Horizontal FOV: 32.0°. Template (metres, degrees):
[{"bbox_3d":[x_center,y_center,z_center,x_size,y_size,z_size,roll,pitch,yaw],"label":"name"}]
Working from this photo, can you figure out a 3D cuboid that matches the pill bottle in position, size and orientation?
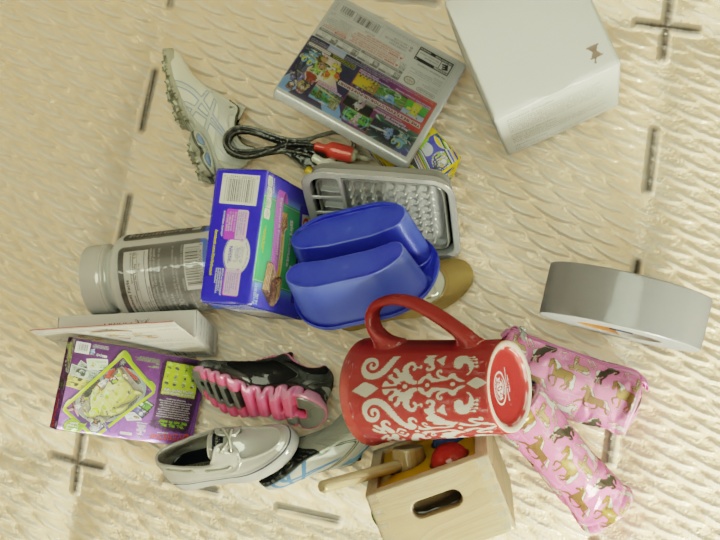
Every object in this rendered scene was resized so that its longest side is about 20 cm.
[{"bbox_3d":[-0.271,0.004,1.697,0.199,0.114,0.115,-6,82,11],"label":"pill bottle"}]

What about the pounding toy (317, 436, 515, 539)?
[{"bbox_3d":[0.072,0.261,1.543,0.199,0.184,0.143,-20,100,8],"label":"pounding toy"}]

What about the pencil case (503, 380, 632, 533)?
[{"bbox_3d":[0.248,0.232,1.545,0.200,0.087,0.083,48,126,-8],"label":"pencil case"}]

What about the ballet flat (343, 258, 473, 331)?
[{"bbox_3d":[0.053,0.034,1.654,0.199,0.063,0.069,-21,78,8],"label":"ballet flat"}]

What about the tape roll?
[{"bbox_3d":[0.322,0.045,1.529,0.199,0.200,0.067,13,85,12],"label":"tape roll"}]

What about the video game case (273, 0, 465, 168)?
[{"bbox_3d":[0.014,-0.249,1.648,0.199,0.023,0.183,29,63,3],"label":"video game case"}]

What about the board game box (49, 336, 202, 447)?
[{"bbox_3d":[-0.303,0.163,1.658,0.032,0.199,0.121,-1,77,53],"label":"board game box"}]

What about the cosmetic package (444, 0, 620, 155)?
[{"bbox_3d":[0.221,-0.271,1.587,0.167,0.200,0.167,-23,79,7],"label":"cosmetic package"}]

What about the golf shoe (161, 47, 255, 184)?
[{"bbox_3d":[-0.212,-0.223,1.745,0.097,0.078,0.201,-22,85,-9],"label":"golf shoe"}]

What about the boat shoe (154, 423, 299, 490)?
[{"bbox_3d":[-0.179,0.236,1.652,0.199,0.066,0.072,-14,50,24],"label":"boat shoe"}]

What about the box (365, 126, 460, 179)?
[{"bbox_3d":[0.039,-0.189,1.673,0.070,0.064,0.200,-36,76,-22],"label":"box"}]

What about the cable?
[{"bbox_3d":[-0.084,-0.166,1.693,0.199,0.050,0.098,23,85,-6],"label":"cable"}]

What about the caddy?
[{"bbox_3d":[0.000,0.000,1.592,0.199,0.105,0.142,-12,44,18],"label":"caddy"}]

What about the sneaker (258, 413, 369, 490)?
[{"bbox_3d":[-0.045,0.241,1.651,0.199,0.072,0.073,-31,119,16],"label":"sneaker"}]

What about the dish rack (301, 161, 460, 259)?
[{"bbox_3d":[0.032,-0.083,1.633,0.199,0.172,0.044,6,56,12],"label":"dish rack"}]

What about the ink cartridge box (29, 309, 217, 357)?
[{"bbox_3d":[-0.309,0.078,1.662,0.199,0.176,0.045,-3,71,10],"label":"ink cartridge box"}]

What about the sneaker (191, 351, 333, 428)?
[{"bbox_3d":[-0.126,0.146,1.678,0.199,0.079,0.096,12,48,15],"label":"sneaker"}]

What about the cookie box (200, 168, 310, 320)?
[{"bbox_3d":[-0.125,-0.029,1.624,0.075,0.200,0.172,5,84,18],"label":"cookie box"}]

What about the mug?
[{"bbox_3d":[0.082,0.127,1.486,0.199,0.178,0.134,-5,42,36],"label":"mug"}]

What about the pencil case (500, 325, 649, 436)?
[{"bbox_3d":[0.261,0.140,1.592,0.199,0.087,0.083,20,56,13],"label":"pencil case"}]
